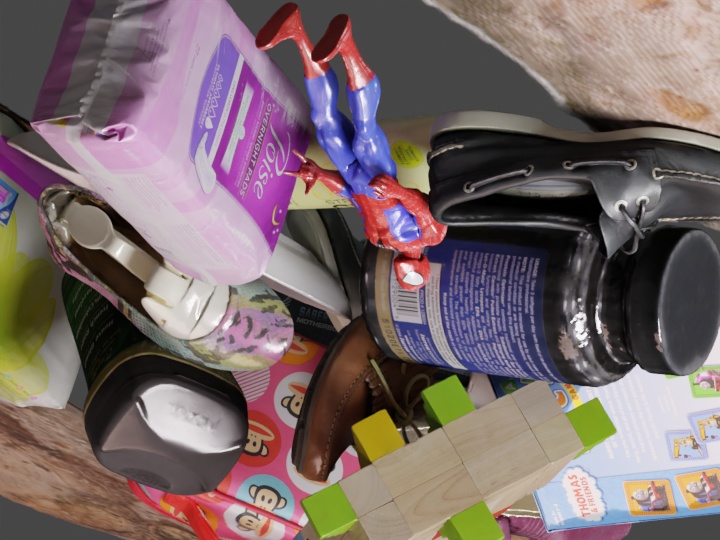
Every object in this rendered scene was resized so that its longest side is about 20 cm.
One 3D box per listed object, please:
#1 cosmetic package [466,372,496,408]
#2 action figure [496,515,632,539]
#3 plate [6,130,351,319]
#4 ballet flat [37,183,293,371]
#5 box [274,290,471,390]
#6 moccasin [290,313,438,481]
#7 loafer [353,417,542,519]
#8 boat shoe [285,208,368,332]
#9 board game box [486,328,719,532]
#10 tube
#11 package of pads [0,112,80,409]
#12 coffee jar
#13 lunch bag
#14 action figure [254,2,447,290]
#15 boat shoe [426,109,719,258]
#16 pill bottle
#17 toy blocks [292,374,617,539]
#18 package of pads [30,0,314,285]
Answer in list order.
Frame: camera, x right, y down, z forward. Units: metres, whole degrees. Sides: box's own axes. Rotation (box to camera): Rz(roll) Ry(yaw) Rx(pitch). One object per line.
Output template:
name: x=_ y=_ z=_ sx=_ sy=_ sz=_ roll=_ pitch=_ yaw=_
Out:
cosmetic package: x=0.175 y=0.073 z=1.578 sx=0.199 sy=0.081 sz=0.113 roll=19 pitch=162 yaw=1
action figure: x=0.126 y=0.175 z=1.730 sx=0.199 sy=0.135 sz=0.149 roll=5 pitch=161 yaw=-42
plate: x=-0.115 y=-0.038 z=1.534 sx=0.200 sy=0.032 sz=0.199 roll=30 pitch=175 yaw=-27
ballet flat: x=-0.133 y=0.002 z=1.488 sx=0.200 sy=0.069 sz=0.071 roll=30 pitch=173 yaw=28
box: x=0.004 y=0.069 z=1.779 sx=0.199 sy=0.051 sz=0.158 roll=14 pitch=161 yaw=11
moccasin: x=0.020 y=0.069 z=1.494 sx=0.078 sy=0.201 sz=0.074 roll=27 pitch=126 yaw=14
loafer: x=0.081 y=0.136 z=1.632 sx=0.199 sy=0.076 sz=0.068 roll=13 pitch=-153 yaw=-7
boat shoe: x=0.000 y=0.000 z=1.592 sx=0.073 sy=0.062 sz=0.200 roll=56 pitch=173 yaw=33
board game box: x=0.192 y=0.090 z=1.485 sx=0.199 sy=0.037 sz=0.152 roll=-9 pitch=123 yaw=21
tube: x=-0.006 y=-0.063 z=1.399 sx=0.199 sy=0.052 sz=0.058 roll=-1 pitch=-177 yaw=36
package of pads: x=-0.249 y=-0.002 z=1.642 sx=0.068 sy=0.155 sz=0.200 roll=9 pitch=161 yaw=27
coffee jar: x=-0.137 y=0.060 z=1.561 sx=0.104 sy=0.085 sz=0.200 roll=25 pitch=-155 yaw=-26
lunch bag: x=-0.060 y=0.134 z=1.666 sx=0.199 sy=0.177 sz=0.082 roll=26 pitch=145 yaw=-7
action figure: x=0.000 y=-0.059 z=1.306 sx=0.065 sy=0.052 sz=0.200 roll=12 pitch=147 yaw=35
boat shoe: x=0.130 y=-0.040 z=1.283 sx=0.198 sy=0.066 sz=0.075 roll=10 pitch=155 yaw=9
pill bottle: x=0.107 y=0.010 z=1.395 sx=0.199 sy=0.112 sz=0.112 roll=7 pitch=159 yaw=34
toy blocks: x=0.044 y=0.140 z=1.447 sx=0.100 sy=0.199 sz=0.137 roll=59 pitch=156 yaw=13
package of pads: x=-0.100 y=-0.084 z=1.303 sx=0.075 sy=0.121 sz=0.200 roll=10 pitch=160 yaw=25
